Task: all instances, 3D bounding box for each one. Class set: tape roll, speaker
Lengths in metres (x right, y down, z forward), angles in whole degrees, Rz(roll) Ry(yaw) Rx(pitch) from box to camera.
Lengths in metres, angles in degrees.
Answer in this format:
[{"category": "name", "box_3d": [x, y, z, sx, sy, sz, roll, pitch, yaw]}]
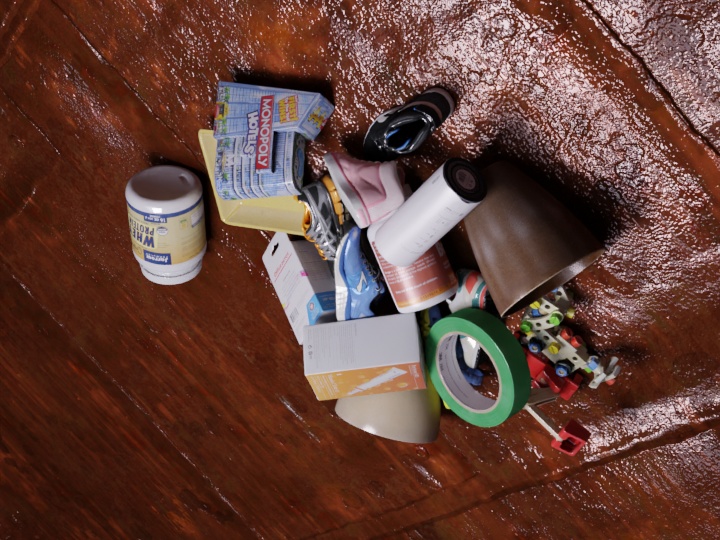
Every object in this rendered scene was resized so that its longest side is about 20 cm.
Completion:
[{"category": "tape roll", "box_3d": [0.196, 0.164, 1.715, 0.200, 0.048, 0.201, 27, 128, 40]}, {"category": "speaker", "box_3d": [0.104, -0.084, 1.548, 0.081, 0.081, 0.200, 43, 137, -2]}]

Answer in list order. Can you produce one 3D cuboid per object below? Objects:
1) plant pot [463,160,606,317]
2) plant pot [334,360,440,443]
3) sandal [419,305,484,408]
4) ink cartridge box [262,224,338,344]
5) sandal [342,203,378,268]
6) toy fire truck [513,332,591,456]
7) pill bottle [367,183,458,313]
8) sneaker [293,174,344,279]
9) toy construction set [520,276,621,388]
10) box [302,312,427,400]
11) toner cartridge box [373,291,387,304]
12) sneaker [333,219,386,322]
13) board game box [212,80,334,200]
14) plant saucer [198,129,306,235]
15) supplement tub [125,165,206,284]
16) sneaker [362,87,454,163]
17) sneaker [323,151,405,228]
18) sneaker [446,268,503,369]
[{"category": "plant pot", "box_3d": [0.240, -0.061, 1.556, 0.200, 0.187, 0.187, 57, 137, 12]}, {"category": "plant pot", "box_3d": [0.065, 0.222, 1.897, 0.200, 0.200, 0.135, 18, 97, 22]}, {"category": "sandal", "box_3d": [0.164, 0.148, 1.843, 0.087, 0.079, 0.200, -19, 108, 4]}, {"category": "ink cartridge box", "box_3d": [-0.102, 0.021, 1.881, 0.115, 0.068, 0.200, -55, 52, 45]}, {"category": "sandal", "box_3d": [0.015, -0.052, 1.782, 0.082, 0.055, 0.200, -133, 21, -63]}, {"category": "toy fire truck", "box_3d": [0.310, 0.207, 1.729, 0.200, 0.141, 0.049, 34, 135, 7]}, {"category": "pill bottle", "box_3d": [0.079, -0.038, 1.703, 0.112, 0.112, 0.200, -17, 99, 41]}, {"category": "sneaker", "box_3d": [-0.064, -0.068, 1.794, 0.078, 0.077, 0.200, -135, 29, -66]}, {"category": "toy construction set", "box_3d": [0.343, 0.110, 1.675, 0.200, 0.092, 0.131, 51, 136, 5]}, {"category": "box", "box_3d": [0.009, 0.153, 1.783, 0.200, 0.098, 0.124, -8, 151, 7]}, {"category": "toner cartridge box", "box_3d": [-0.038, 0.073, 1.930, 0.095, 0.043, 0.200, 42, 136, 3]}, {"category": "sneaker", "box_3d": [0.000, 0.000, 1.735, 0.089, 0.079, 0.200, -1, 126, 4]}, {"category": "board game box", "box_3d": [-0.147, -0.226, 1.698, 0.200, 0.200, 0.062, -4, 164, 24]}, {"category": "plant saucer", "box_3d": [-0.181, -0.170, 1.836, 0.200, 0.048, 0.200, 9, 128, 29]}, {"category": "supplement tub", "box_3d": [-0.372, -0.087, 1.962, 0.144, 0.144, 0.200, 20, 132, 21]}, {"category": "sneaker", "box_3d": [0.050, -0.211, 1.600, 0.073, 0.112, 0.200, 50, 135, -7]}, {"category": "sneaker", "box_3d": [0.013, -0.146, 1.638, 0.075, 0.105, 0.200, 66, 176, -37]}, {"category": "sneaker", "box_3d": [0.195, 0.079, 1.773, 0.093, 0.070, 0.200, 34, 141, 33]}]
